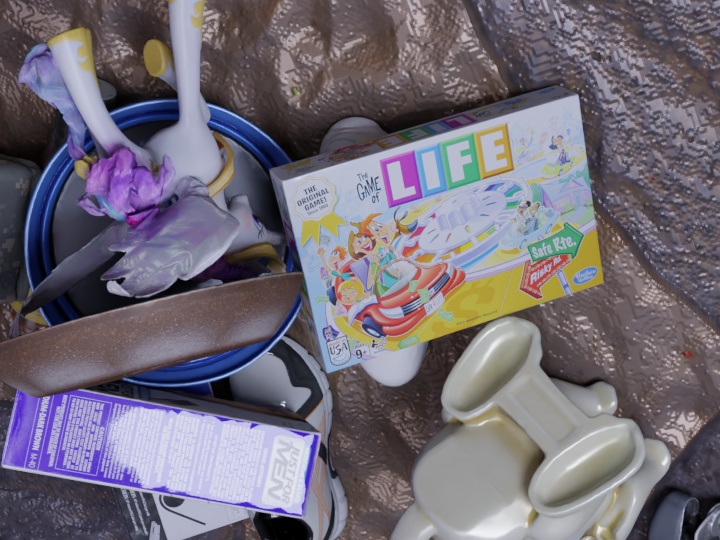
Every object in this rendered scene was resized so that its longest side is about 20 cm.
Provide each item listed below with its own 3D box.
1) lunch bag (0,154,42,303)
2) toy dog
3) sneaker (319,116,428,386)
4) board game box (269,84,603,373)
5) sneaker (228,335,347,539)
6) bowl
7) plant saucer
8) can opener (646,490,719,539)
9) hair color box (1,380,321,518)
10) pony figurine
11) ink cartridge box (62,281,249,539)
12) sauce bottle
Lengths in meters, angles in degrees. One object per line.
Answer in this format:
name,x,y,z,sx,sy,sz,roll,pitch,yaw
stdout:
lunch bag,-0.350,-0.044,0.884,0.200,0.164,0.118,16,102,33
toy dog,0.125,0.160,0.870,0.140,0.200,0.194,36,84,33
sneaker,0.000,0.000,0.881,0.070,0.080,0.200,-5,115,16
board game box,0.053,-0.028,0.819,0.200,0.034,0.135,-18,113,-12
sneaker,-0.058,0.141,0.966,0.074,0.080,0.200,-7,111,21
bowl,-0.131,-0.020,0.882,0.200,0.039,0.201,-2,100,-12
plant saucer,-0.127,0.042,0.760,0.200,0.200,0.037,-15,88,22
can opener,0.251,0.255,0.958,0.067,0.053,0.200,23,126,42
hair color box,-0.136,0.115,0.867,0.200,0.109,0.065,14,88,-12
pony figurine,-0.130,-0.053,0.774,0.166,0.193,0.200,-8,108,44
ink cartridge box,-0.155,0.108,0.954,0.094,0.044,0.200,-17,110,-9
sauce bottle,-0.215,-0.045,0.930,0.066,0.066,0.200,21,117,5
